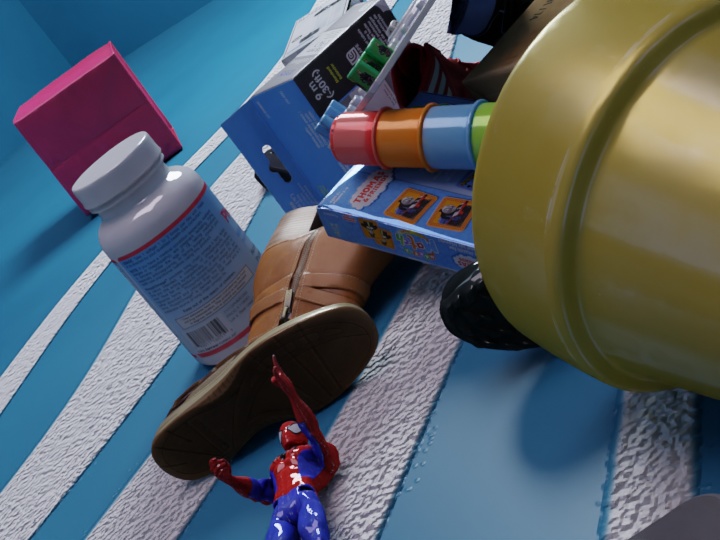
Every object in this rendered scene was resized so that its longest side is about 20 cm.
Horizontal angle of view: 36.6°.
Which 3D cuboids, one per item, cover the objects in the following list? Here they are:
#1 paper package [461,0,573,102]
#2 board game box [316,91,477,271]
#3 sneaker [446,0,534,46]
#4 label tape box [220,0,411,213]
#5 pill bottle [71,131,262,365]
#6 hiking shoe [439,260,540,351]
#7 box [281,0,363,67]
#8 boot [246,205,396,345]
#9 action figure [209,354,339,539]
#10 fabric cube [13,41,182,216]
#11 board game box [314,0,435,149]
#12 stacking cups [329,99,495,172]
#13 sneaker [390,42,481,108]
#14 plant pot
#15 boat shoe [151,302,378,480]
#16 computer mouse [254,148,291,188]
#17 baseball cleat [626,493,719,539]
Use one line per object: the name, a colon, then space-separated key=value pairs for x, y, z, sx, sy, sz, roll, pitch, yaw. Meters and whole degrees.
paper package: x=0.213 y=-0.185 z=0.866 sx=0.190 sy=0.104 sz=0.200 roll=-8 pitch=36 yaw=53
board game box: x=0.088 y=-0.065 z=0.813 sx=0.199 sy=0.037 sz=0.151 roll=17 pitch=54 yaw=36
sneaker: x=0.119 y=-0.231 z=0.950 sx=0.077 sy=0.071 sz=0.200 roll=9 pitch=12 yaw=1
label tape box: x=-0.019 y=-0.155 z=1.104 sx=0.200 sy=0.144 sz=0.063 roll=-45 pitch=25 yaw=-18
pill bottle: x=-0.162 y=-0.021 z=0.975 sx=0.108 sy=0.200 sz=0.109 roll=-30 pitch=23 yaw=15
hiking shoe: x=0.137 y=-0.017 z=0.687 sx=0.199 sy=0.075 sz=0.087 roll=-26 pitch=29 yaw=-1
box: x=-0.049 y=-0.355 z=1.655 sx=0.116 sy=0.060 sz=0.200 roll=-29 pitch=23 yaw=19
boot: x=0.000 y=0.000 z=0.884 sx=0.199 sy=0.074 sz=0.155 roll=-19 pitch=37 yaw=28
action figure: x=-0.052 y=0.132 z=0.654 sx=0.065 sy=0.099 sz=0.200 roll=-32 pitch=20 yaw=9
fabric cube: x=-0.444 y=-0.244 z=1.852 sx=0.199 sy=0.200 sz=0.196 roll=-36 pitch=21 yaw=-3
board game box: x=0.035 y=-0.207 z=0.897 sx=0.201 sy=0.026 sz=0.200 roll=-58 pitch=6 yaw=-11
stacking cups: x=0.069 y=-0.093 z=0.782 sx=0.199 sy=0.061 sz=0.061 roll=1 pitch=39 yaw=28
sneaker: x=0.101 y=-0.186 z=1.018 sx=0.078 sy=0.116 sz=0.200 roll=-17 pitch=29 yaw=40
plant pot: x=0.183 y=-0.021 z=0.490 sx=0.201 sy=0.201 sz=0.189 roll=-42 pitch=38 yaw=-13
boat shoe: x=-0.074 y=0.079 z=0.824 sx=0.200 sy=0.072 sz=0.072 roll=-38 pitch=22 yaw=15
computer mouse: x=-0.067 y=-0.133 z=1.280 sx=0.199 sy=0.034 sz=0.059 roll=-7 pitch=36 yaw=51
baseball cleat: x=0.078 y=0.142 z=0.417 sx=0.200 sy=0.107 sz=0.070 roll=-44 pitch=18 yaw=-21
